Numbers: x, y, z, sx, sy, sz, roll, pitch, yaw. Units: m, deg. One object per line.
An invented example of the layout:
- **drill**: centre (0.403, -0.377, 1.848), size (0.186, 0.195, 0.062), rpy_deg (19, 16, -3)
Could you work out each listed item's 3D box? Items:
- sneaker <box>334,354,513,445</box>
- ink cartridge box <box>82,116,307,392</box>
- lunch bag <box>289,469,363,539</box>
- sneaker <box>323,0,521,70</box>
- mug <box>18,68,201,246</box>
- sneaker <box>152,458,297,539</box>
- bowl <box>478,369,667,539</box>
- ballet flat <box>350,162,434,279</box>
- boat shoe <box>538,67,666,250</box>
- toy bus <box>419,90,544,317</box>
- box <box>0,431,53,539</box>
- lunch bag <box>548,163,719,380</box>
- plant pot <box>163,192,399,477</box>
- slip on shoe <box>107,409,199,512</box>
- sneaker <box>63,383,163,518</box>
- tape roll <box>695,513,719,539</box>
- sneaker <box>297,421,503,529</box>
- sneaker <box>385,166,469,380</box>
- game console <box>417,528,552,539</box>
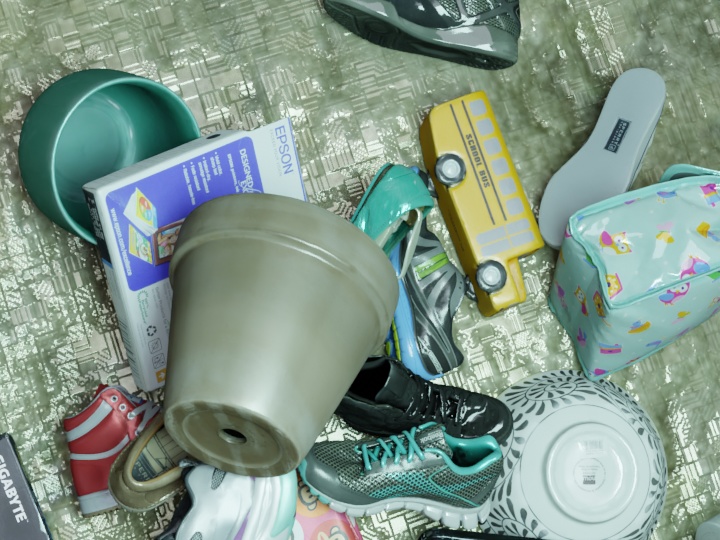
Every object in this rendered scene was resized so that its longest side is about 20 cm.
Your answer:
- **sneaker**: centre (0.037, 0.118, 1.389), size (0.197, 0.104, 0.061), rpy_deg (6, 67, 13)
- **ink cartridge box**: centre (-0.135, -0.018, 1.380), size (0.198, 0.043, 0.200), rpy_deg (-23, 117, -26)
- **lunch bag**: centre (-0.076, 0.280, 1.383), size (0.174, 0.082, 0.202), rpy_deg (-22, 84, -6)
- **sneaker**: centre (0.064, -0.270, 1.483), size (0.197, 0.076, 0.116), rpy_deg (10, 79, -9)
- **mug**: centre (-0.234, -0.089, 1.389), size (0.151, 0.114, 0.187), rpy_deg (-2, 104, -35)
- **sneaker**: centre (-0.124, 0.252, 1.290), size (0.138, 0.078, 0.203), rpy_deg (-1, 90, -11)
- **bowl**: centre (0.204, 0.189, 1.422), size (0.198, 0.094, 0.204), rpy_deg (1, 82, -8)
- **ballet flat**: centre (0.000, 0.000, 1.385), size (0.070, 0.067, 0.201), rpy_deg (38, 100, 23)
- **boat shoe**: centre (0.236, -0.101, 1.483), size (0.071, 0.066, 0.202), rpy_deg (22, 75, 19)
- **toy bus**: centre (0.115, -0.062, 1.462), size (0.077, 0.065, 0.202), rpy_deg (-20, 84, -11)
- **box**: centre (-0.367, 0.275, 1.361), size (0.197, 0.050, 0.202), rpy_deg (-22, 86, -9)
- **lunch bag**: centre (0.286, -0.007, 1.417), size (0.198, 0.171, 0.123), rpy_deg (-22, 65, -9)
- **plant pot**: centre (-0.082, 0.066, 1.258), size (0.198, 0.201, 0.175), rpy_deg (20, 57, -4)
- **slip on shoe**: centre (-0.137, 0.131, 1.335), size (0.199, 0.061, 0.076), rpy_deg (-37, 81, -25)
- **sneaker**: centre (-0.173, 0.142, 1.392), size (0.198, 0.071, 0.114), rpy_deg (-18, 87, -7)
- **tape roll**: centre (0.413, 0.286, 1.379), size (0.138, 0.203, 0.204), rpy_deg (-25, 85, -10)
- **sneaker**: centre (0.040, 0.167, 1.352), size (0.198, 0.092, 0.078), rpy_deg (9, 37, -26)
- **sneaker**: centre (0.059, 0.003, 1.449), size (0.082, 0.071, 0.202), rpy_deg (-4, 84, -20)
- **game console**: centre (0.138, 0.341, 1.375), size (0.197, 0.117, 0.178), rpy_deg (7, 122, -7)
